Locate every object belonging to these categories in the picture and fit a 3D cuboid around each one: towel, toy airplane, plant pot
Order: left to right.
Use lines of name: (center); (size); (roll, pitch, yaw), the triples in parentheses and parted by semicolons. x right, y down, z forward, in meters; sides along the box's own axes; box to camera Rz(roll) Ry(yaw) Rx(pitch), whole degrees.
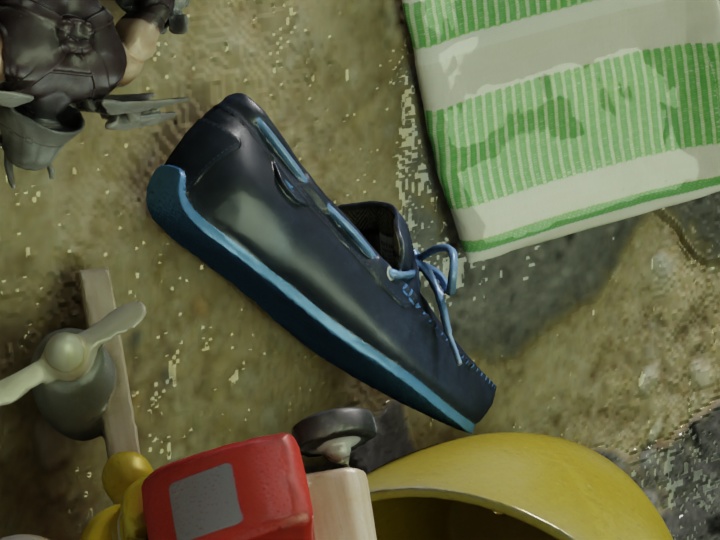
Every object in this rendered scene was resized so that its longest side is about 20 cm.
toy airplane: (-0.085, 0.119, 0.885); (0.141, 0.200, 0.200); (-1, 113, -27)
plant pot: (0.066, 0.149, 1.030); (0.142, 0.199, 0.201); (-48, 132, -57)
towel: (0.095, -0.112, 1.051); (0.152, 0.023, 0.201); (-16, 115, -11)

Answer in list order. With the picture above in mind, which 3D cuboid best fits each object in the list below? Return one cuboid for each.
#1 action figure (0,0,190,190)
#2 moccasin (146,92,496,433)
action figure: (-0.112, -0.128, 0.869); (0.130, 0.069, 0.201); (-3, 106, -49)
moccasin: (0.000, 0.000, 0.989); (0.200, 0.080, 0.068); (42, 74, -41)
